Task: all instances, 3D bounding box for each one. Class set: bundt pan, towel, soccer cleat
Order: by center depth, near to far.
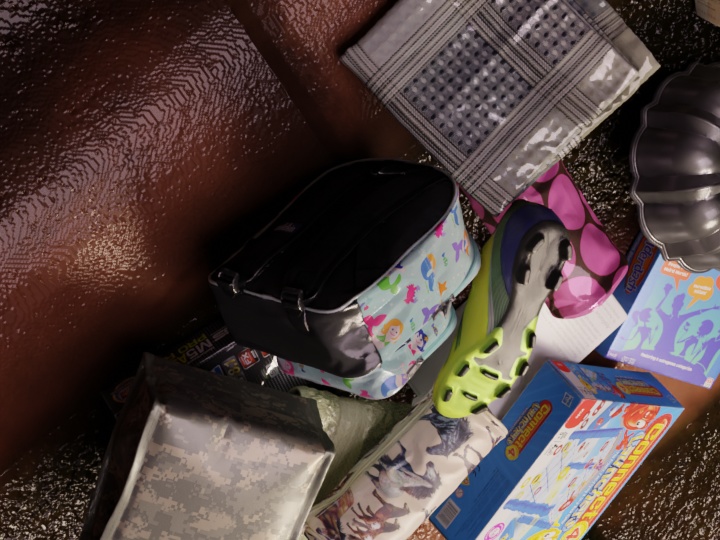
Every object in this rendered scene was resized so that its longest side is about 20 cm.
[{"bbox_3d":[0.118,-0.176,1.399,0.200,0.035,0.193,-43,90,-3],"label":"towel"},{"bbox_3d":[0.114,0.033,1.427,0.065,0.084,0.200,15,112,-28],"label":"soccer cleat"},{"bbox_3d":[-0.038,0.200,1.527,0.148,0.036,0.200,11,110,-34],"label":"towel"},{"bbox_3d":[0.345,-0.094,1.554,0.202,0.076,0.202,-3,96,-33],"label":"bundt pan"}]

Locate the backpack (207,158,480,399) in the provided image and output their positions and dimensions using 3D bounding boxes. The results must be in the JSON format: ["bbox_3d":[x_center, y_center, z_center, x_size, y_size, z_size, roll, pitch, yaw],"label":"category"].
[{"bbox_3d":[0.000,0.000,1.398,0.200,0.178,0.151,-50,132,-28],"label":"backpack"}]

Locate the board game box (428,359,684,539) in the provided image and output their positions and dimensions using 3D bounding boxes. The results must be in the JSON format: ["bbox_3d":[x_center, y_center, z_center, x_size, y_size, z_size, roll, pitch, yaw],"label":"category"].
[{"bbox_3d":[0.191,0.184,1.627,0.196,0.056,0.200,9,121,-51],"label":"board game box"}]

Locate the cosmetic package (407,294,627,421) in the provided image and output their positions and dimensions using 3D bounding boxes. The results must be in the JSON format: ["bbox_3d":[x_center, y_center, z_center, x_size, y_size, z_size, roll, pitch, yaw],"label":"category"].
[{"bbox_3d":[0.142,0.066,1.581,0.200,0.074,0.102,-41,127,0],"label":"cosmetic package"}]

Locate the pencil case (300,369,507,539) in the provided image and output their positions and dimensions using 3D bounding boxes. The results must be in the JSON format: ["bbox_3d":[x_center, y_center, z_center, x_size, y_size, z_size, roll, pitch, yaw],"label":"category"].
[{"bbox_3d":[0.032,0.180,1.484,0.200,0.078,0.089,-44,109,-7],"label":"pencil case"}]

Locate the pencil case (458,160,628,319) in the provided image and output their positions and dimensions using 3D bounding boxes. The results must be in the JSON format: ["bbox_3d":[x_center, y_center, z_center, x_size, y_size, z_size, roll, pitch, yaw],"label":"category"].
[{"bbox_3d":[0.155,-0.059,1.472,0.094,0.091,0.200,-44,107,-39],"label":"pencil case"}]

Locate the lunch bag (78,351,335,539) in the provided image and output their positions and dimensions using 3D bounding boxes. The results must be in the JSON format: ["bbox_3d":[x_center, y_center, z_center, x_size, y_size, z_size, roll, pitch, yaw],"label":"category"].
[{"bbox_3d":[-0.134,0.192,1.408,0.164,0.118,0.200,17,108,-19],"label":"lunch bag"}]

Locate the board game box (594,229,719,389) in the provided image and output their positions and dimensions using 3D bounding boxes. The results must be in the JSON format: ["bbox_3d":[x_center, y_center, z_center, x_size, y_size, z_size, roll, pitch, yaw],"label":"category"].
[{"bbox_3d":[0.328,0.007,1.662,0.152,0.045,0.200,16,106,-33],"label":"board game box"}]

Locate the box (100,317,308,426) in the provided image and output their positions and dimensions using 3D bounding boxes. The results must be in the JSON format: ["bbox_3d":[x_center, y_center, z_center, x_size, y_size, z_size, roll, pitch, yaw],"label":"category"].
[{"bbox_3d":[-0.116,0.145,1.505,0.160,0.044,0.200,-32,126,-11],"label":"box"}]

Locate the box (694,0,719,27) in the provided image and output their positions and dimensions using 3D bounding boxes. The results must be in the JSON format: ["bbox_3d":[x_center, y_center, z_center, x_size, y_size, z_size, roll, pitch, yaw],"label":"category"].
[{"bbox_3d":[0.337,-0.316,1.471,0.095,0.078,0.200,-28,126,-13],"label":"box"}]
